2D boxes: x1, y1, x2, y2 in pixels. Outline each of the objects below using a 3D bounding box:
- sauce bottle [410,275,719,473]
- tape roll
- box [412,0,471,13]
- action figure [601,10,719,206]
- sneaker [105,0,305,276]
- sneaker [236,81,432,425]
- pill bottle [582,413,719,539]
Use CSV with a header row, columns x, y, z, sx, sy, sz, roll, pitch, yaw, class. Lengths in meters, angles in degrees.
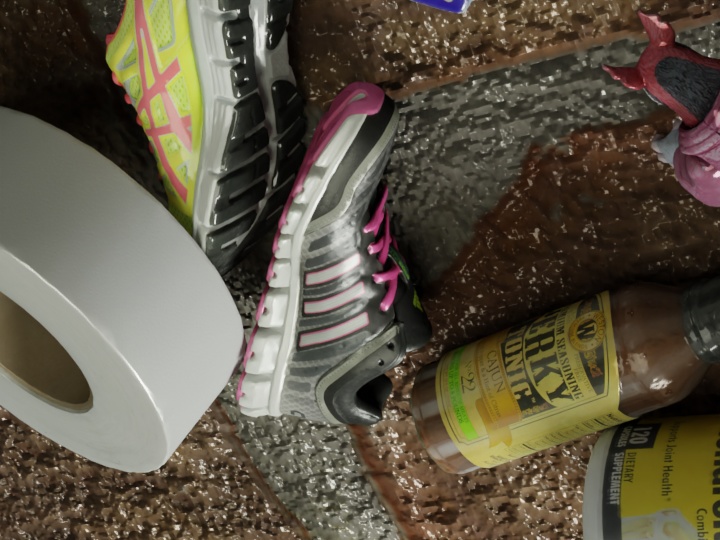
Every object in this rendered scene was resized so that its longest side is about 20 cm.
x,y,z,sx,sy,sz,roll,pitch,yaw,class
0.118,0.043,0.761,0.199,0.065,0.065,-25,108,31,sauce bottle
-0.159,0.012,0.805,0.202,0.071,0.203,29,151,17,tape roll
-0.010,-0.232,0.619,0.183,0.105,0.201,19,125,10,box
0.188,-0.040,0.636,0.199,0.149,0.134,21,133,-7,action figure
-0.082,-0.089,0.764,0.090,0.078,0.201,18,122,25,sneaker
0.000,0.000,0.780,0.087,0.074,0.201,17,122,1,sneaker
0.214,0.121,0.737,0.199,0.112,0.112,-7,117,26,pill bottle
